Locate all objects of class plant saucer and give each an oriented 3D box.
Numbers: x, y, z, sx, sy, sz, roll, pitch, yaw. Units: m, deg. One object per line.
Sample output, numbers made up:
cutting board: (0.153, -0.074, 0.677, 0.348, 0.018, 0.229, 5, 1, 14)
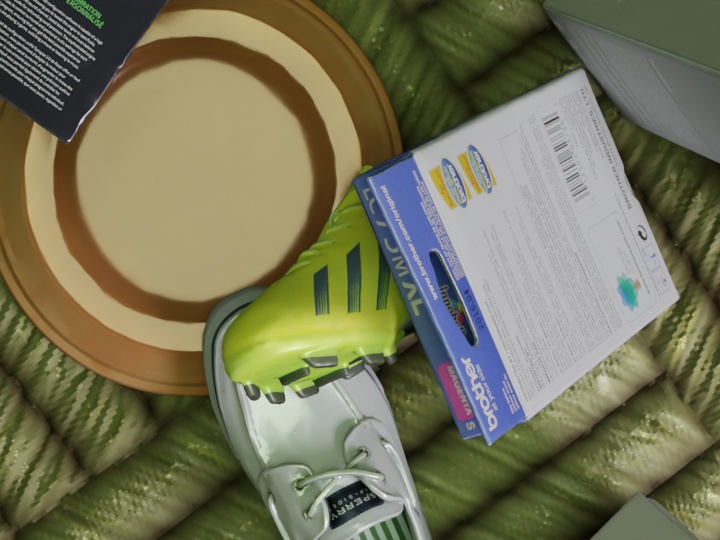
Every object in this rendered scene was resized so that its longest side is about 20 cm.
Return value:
plant saucer: (-0.076, -0.042, 0.868, 0.198, 0.037, 0.202, 0, 92, -7)

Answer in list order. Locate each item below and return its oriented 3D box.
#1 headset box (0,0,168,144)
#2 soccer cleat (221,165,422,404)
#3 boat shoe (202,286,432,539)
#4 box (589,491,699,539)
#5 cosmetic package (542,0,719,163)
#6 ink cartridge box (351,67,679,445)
headset box: (-0.120, -0.173, 0.782, 0.093, 0.174, 0.201, 36, 89, -28)
soccer cleat: (0.000, 0.000, 0.816, 0.064, 0.200, 0.084, -23, 88, 37)
boat shoe: (-0.004, 0.099, 0.845, 0.073, 0.067, 0.201, -32, 106, -3)
box: (0.113, 0.225, 0.840, 0.200, 0.109, 0.128, -45, 121, -3)
cosmetic package: (0.178, -0.102, 0.803, 0.107, 0.200, 0.090, -45, 124, -3)
ink cartridge box: (0.065, -0.008, 0.815, 0.042, 0.200, 0.120, -21, 95, 33)
